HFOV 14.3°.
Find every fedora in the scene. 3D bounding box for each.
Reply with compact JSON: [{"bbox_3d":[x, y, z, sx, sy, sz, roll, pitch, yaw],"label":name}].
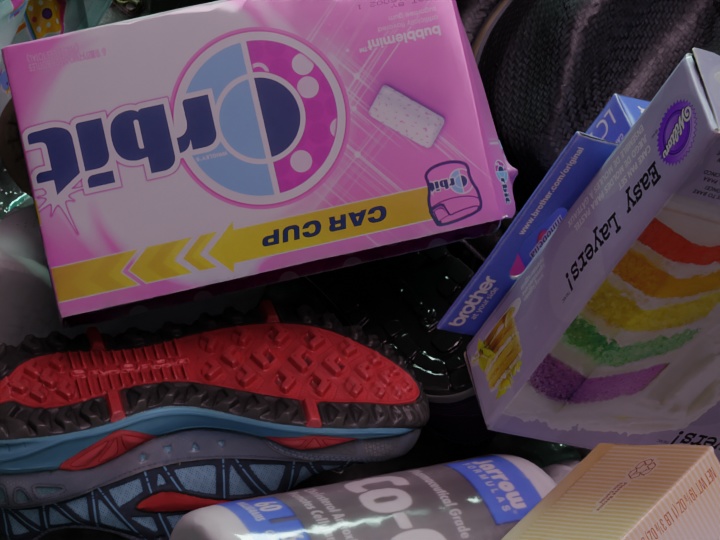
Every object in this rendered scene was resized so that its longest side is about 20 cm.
[{"bbox_3d":[0.119,-0.086,1.266,0.200,0.092,0.202,1,80,-8],"label":"fedora"}]

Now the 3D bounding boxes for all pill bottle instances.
[{"bbox_3d":[0.028,0.138,1.185,0.199,0.114,0.114,-9,58,-24],"label":"pill bottle"}]

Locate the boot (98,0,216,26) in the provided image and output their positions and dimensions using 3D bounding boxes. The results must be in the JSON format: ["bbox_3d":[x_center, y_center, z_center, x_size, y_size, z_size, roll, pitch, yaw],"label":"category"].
[{"bbox_3d":[-0.106,-0.139,1.388,0.174,0.069,0.201,22,55,-8],"label":"boot"}]

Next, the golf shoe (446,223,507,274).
[{"bbox_3d":[0.093,-0.043,1.367,0.092,0.073,0.201,19,50,-7],"label":"golf shoe"}]

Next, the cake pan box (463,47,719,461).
[{"bbox_3d":[0.170,0.008,1.182,0.199,0.184,0.052,13,44,-29],"label":"cake pan box"}]

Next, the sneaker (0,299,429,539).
[{"bbox_3d":[-0.071,0.072,1.214,0.199,0.096,0.079,-2,39,-6],"label":"sneaker"}]

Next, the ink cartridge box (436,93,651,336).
[{"bbox_3d":[0.134,-0.013,1.226,0.199,0.119,0.042,7,43,-36],"label":"ink cartridge box"}]

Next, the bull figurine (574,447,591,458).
[{"bbox_3d":[0.154,0.086,1.296,0.121,0.065,0.200,-14,62,-32],"label":"bull figurine"}]

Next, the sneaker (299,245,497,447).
[{"bbox_3d":[0.000,0.000,1.304,0.076,0.088,0.200,-29,60,-7],"label":"sneaker"}]

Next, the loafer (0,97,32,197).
[{"bbox_3d":[-0.062,-0.077,1.266,0.199,0.067,0.076,-18,83,-2],"label":"loafer"}]

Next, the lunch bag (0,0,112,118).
[{"bbox_3d":[-0.224,-0.121,1.258,0.170,0.122,0.200,37,69,19],"label":"lunch bag"}]

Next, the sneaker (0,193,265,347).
[{"bbox_3d":[-0.145,-0.004,1.271,0.199,0.075,0.089,-7,45,-30],"label":"sneaker"}]

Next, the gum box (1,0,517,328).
[{"bbox_3d":[-0.040,-0.054,1.196,0.199,0.066,0.114,-13,86,-5],"label":"gum box"}]

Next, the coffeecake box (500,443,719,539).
[{"bbox_3d":[0.114,0.193,1.122,0.153,0.073,0.200,-41,111,-28],"label":"coffeecake box"}]
